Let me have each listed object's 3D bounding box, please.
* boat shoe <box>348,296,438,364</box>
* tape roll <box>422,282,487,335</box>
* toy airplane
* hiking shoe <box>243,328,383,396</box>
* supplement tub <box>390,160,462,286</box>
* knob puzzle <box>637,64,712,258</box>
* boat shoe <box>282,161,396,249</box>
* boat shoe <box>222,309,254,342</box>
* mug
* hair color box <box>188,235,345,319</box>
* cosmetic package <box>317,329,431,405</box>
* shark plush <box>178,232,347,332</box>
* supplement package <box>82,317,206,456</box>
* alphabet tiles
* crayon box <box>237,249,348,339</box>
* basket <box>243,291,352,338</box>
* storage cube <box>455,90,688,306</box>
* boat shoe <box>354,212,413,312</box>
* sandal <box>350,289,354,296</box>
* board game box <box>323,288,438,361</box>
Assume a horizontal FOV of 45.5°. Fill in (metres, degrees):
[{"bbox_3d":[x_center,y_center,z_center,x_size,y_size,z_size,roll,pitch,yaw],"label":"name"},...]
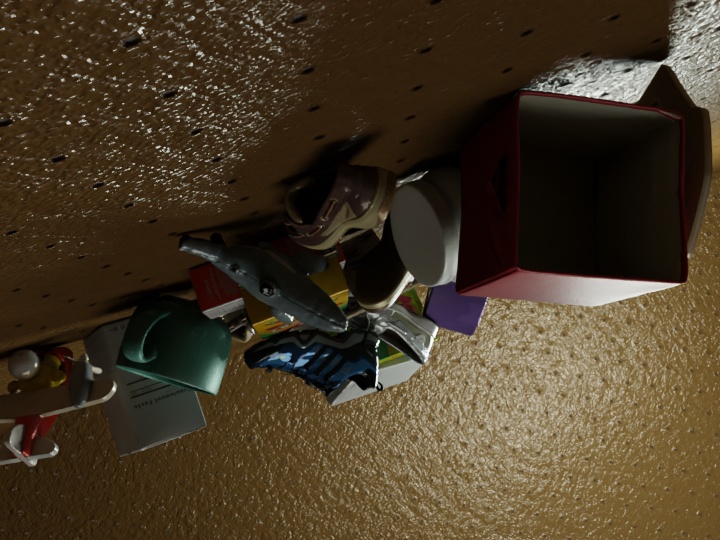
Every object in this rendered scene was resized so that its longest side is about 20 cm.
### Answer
[{"bbox_3d":[0.038,0.085,1.279,0.074,0.066,0.201,0,161,44],"label":"boat shoe"},{"bbox_3d":[0.161,-0.004,1.359,0.084,0.202,0.200,15,175,2],"label":"tape roll"},{"bbox_3d":[-0.485,0.186,1.268,0.199,0.142,0.198,-32,-146,-31],"label":"toy airplane"},{"bbox_3d":[-0.061,0.129,1.184,0.198,0.088,0.074,-2,164,-19],"label":"hiking shoe"},{"bbox_3d":[0.150,-0.068,1.039,0.198,0.142,0.140,-18,174,-24],"label":"supplement tub"},{"bbox_3d":[0.315,-0.085,0.901,0.030,0.222,0.220,8,166,-15],"label":"knob puzzle"},{"bbox_3d":[-0.040,-0.067,0.825,0.071,0.073,0.200,16,170,-24],"label":"boat shoe"},{"bbox_3d":[-0.213,0.091,1.497,0.072,0.073,0.199,-24,174,34],"label":"boat shoe"},{"bbox_3d":[-0.257,0.101,1.219,0.151,0.116,0.185,19,166,-14],"label":"mug"},{"bbox_3d":[-0.123,0.001,1.158,0.198,0.062,0.102,-19,173,-7],"label":"hair color box"},{"bbox_3d":[0.011,0.139,1.422,0.199,0.108,0.085,-7,144,-49],"label":"cosmetic package"},{"bbox_3d":[-0.098,0.002,0.927,0.091,0.200,0.083,-44,-148,7],"label":"shark plush"},{"bbox_3d":[-0.349,0.181,1.387,0.119,0.202,0.121,-16,174,-35],"label":"supplement package"},{"bbox_3d":[0.000,0.000,1.251,0.166,0.008,0.200,-26,-150,-3],"label":"alphabet tiles"},{"bbox_3d":[-0.081,0.034,1.078,0.126,0.051,0.200,-20,171,-4],"label":"crayon box"},{"bbox_3d":[-0.090,0.047,1.400,0.180,0.137,0.199,-37,163,26],"label":"basket"},{"bbox_3d":[0.204,-0.064,0.876,0.197,0.173,0.180,4,170,-11],"label":"storage cube"},{"bbox_3d":[0.049,-0.004,1.124,0.071,0.073,0.201,-3,-144,21],"label":"boat shoe"},{"bbox_3d":[0.024,0.000,1.334,0.079,0.060,0.207,-27,174,10],"label":"sandal"},{"bbox_3d":[0.031,0.092,1.361,0.047,0.102,0.199,-33,167,38],"label":"board game box"}]
